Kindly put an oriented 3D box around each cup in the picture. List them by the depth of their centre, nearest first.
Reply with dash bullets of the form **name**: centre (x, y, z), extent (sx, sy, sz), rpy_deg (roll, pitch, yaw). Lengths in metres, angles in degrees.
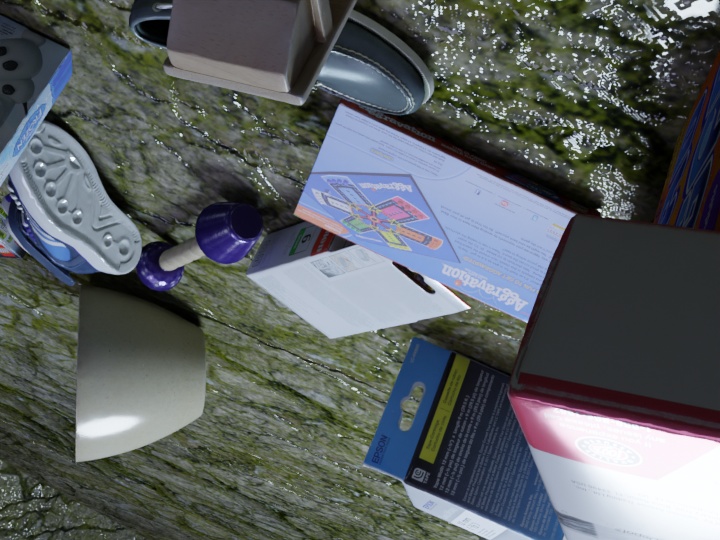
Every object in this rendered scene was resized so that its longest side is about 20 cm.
- **cup**: centre (-0.255, 0.119, 1.191), extent (0.142, 0.201, 0.200), rpy_deg (2, 158, -15)

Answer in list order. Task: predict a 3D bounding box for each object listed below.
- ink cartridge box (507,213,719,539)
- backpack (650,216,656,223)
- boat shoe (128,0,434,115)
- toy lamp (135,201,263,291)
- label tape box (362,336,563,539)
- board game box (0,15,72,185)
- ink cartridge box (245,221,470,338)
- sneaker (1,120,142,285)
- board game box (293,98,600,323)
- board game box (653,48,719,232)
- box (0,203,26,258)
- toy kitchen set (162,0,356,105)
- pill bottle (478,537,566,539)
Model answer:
- **ink cartridge box**: centre (0.153, 0.075, 0.402), extent (0.145, 0.085, 0.200), rpy_deg (10, 148, 27)
- **backpack**: centre (0.253, 0.049, 0.641), extent (0.200, 0.127, 0.167), rpy_deg (36, -173, 17)
- **boat shoe**: centre (-0.052, -0.138, 0.654), extent (0.199, 0.062, 0.073), rpy_deg (25, 154, -1)
- **toy lamp**: centre (-0.151, -0.022, 0.958), extent (0.058, 0.058, 0.200), rpy_deg (34, 151, -21)
- **label tape box**: centre (0.113, 0.173, 1.003), extent (0.199, 0.144, 0.066), rpy_deg (23, 154, 1)
- **board game box**: centre (-0.355, -0.125, 0.772), extent (0.199, 0.200, 0.043), rpy_deg (25, 154, -2)
- **ink cartridge box**: centre (0.000, 0.000, 0.884), extent (0.109, 0.051, 0.200), rpy_deg (38, 149, -25)
- **sneaker**: centre (-0.311, -0.068, 0.979), extent (0.146, 0.081, 0.200), rpy_deg (9, 149, 30)
- **board game box**: centre (0.059, -0.041, 0.742), extent (0.199, 0.019, 0.103), rpy_deg (25, 125, -2)
- **board game box**: centre (0.249, -0.012, 0.482), extent (0.199, 0.201, 0.200), rpy_deg (19, 154, 9)
- **box**: centre (-0.477, -0.061, 1.180), extent (0.199, 0.035, 0.110), rpy_deg (3, 147, 36)
- **toy kitchen set**: centre (-0.048, -0.196, 0.429), extent (0.199, 0.164, 0.181), rpy_deg (16, 153, 15)
- **pill bottle**: centre (0.210, 0.406, 1.392), extent (0.114, 0.115, 0.200), rpy_deg (29, 154, -10)
